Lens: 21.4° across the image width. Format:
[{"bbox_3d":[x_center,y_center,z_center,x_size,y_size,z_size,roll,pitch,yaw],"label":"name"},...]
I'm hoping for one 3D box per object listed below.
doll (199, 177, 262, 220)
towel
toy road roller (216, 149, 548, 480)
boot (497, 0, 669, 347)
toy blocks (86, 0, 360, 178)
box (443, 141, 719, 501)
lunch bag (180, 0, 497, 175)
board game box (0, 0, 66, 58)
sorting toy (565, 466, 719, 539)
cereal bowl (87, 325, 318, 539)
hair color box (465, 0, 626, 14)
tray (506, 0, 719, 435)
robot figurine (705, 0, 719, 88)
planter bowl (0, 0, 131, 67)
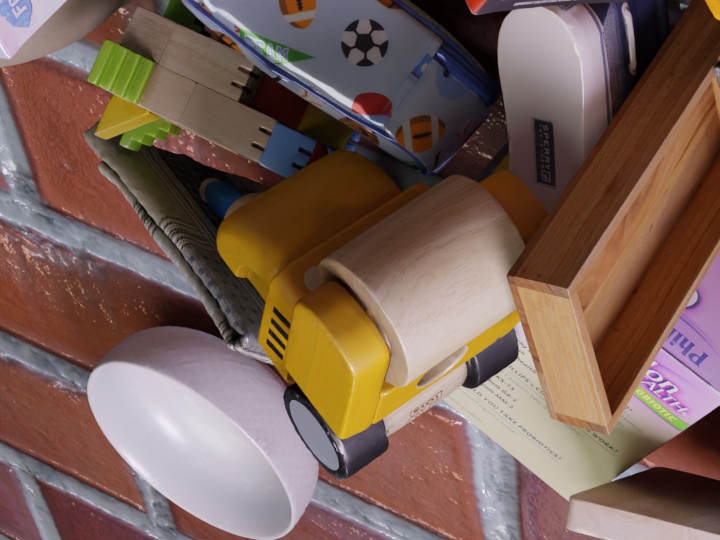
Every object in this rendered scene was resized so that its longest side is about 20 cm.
[{"bbox_3d":[-0.037,-0.023,1.149,0.136,0.049,0.200,31,-170,14],"label":"doll"},{"bbox_3d":[-0.070,-0.001,1.181,0.192,0.035,0.200,19,-153,-54],"label":"towel"},{"bbox_3d":[0.000,0.000,0.954,0.146,0.123,0.200,52,160,14],"label":"toy road roller"},{"bbox_3d":[0.119,-0.056,0.964,0.073,0.090,0.201,24,129,35],"label":"boot"},{"bbox_3d":[-0.061,-0.091,1.108,0.136,0.100,0.200,26,-178,9],"label":"toy blocks"},{"bbox_3d":[0.120,0.021,1.113,0.176,0.097,0.200,38,150,0],"label":"box"},{"bbox_3d":[-0.018,-0.134,1.027,0.200,0.076,0.160,39,-173,2],"label":"lunch bag"},{"bbox_3d":[-0.175,-0.247,0.961,0.043,0.199,0.201,8,138,40],"label":"board game box"},{"bbox_3d":[0.233,0.176,1.090,0.198,0.070,0.200,12,-175,23],"label":"sorting toy"},{"bbox_3d":[-0.112,0.115,1.495,0.199,0.083,0.201,27,149,18],"label":"cereal bowl"},{"bbox_3d":[0.121,-0.188,0.771,0.200,0.101,0.061,-46,64,45],"label":"hair color box"},{"bbox_3d":[0.140,-0.030,0.919,0.037,0.200,0.099,13,142,33],"label":"tray"},{"bbox_3d":[0.219,-0.118,0.859,0.145,0.058,0.200,-3,130,48],"label":"robot figurine"},{"bbox_3d":[-0.241,-0.201,1.156,0.199,0.135,0.201,26,147,18],"label":"planter bowl"}]
